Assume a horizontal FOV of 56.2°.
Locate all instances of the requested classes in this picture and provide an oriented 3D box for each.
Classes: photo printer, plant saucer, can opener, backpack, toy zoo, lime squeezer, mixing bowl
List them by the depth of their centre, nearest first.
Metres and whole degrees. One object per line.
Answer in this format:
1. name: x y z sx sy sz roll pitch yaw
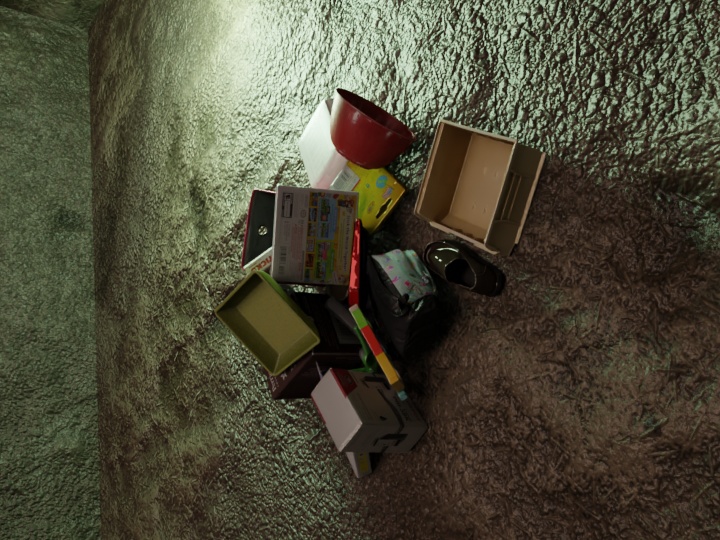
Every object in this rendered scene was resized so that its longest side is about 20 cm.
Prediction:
1. backpack: 0.084 0.053 1.344 0.169 0.125 0.201 104 147 -42
2. toy zoo: 0.041 0.168 1.353 0.020 0.131 0.202 -30 74 0
3. lime squeezer: 0.007 0.184 1.408 0.071 0.038 0.201 44 150 21
4. mixing bowl: 0.010 -0.285 1.423 0.109 0.198 0.201 -58 45 21
5. plant saucer: -0.192 0.106 1.437 0.200 0.048 0.200 47 131 -4
6. can opener: -0.007 0.138 1.469 0.066 0.053 0.200 -43 70 -5
7. photo printer: -0.075 -0.289 1.632 0.167 0.069 0.202 -52 44 38

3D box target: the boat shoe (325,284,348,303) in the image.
1. boat shoe: -0.041 -0.024 1.512 0.065 0.071 0.204 -140 56 -78

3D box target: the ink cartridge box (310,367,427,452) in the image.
1. ink cartridge box: 0.020 0.282 1.350 0.083 0.198 0.147 -53 48 21

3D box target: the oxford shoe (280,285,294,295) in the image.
1. oxford shoe: -0.184 0.143 1.745 0.085 0.071 0.203 123 138 -54

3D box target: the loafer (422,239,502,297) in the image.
1. loafer: 0.182 -0.012 1.282 0.199 0.071 0.074 28 108 49

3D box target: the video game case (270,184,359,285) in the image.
1. video game case: -0.098 -0.074 1.444 0.023 0.179 0.204 -160 74 -77

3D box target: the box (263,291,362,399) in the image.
1. box: -0.113 0.177 1.562 0.200 0.162 0.168 -49 50 36

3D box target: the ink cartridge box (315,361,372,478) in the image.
1. ink cartridge box: -0.035 0.320 1.463 0.202 0.046 0.199 87 160 -51

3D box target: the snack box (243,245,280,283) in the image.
1. snack box: -0.152 -0.036 1.460 0.072 0.199 0.024 55 173 -14

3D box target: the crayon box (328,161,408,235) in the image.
1. crayon box: 0.023 -0.172 1.496 0.127 0.050 0.201 -51 47 14

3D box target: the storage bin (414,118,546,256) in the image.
1. storage bin: 0.213 -0.153 1.242 0.199 0.093 0.202 30 109 49

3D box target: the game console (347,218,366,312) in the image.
1. game console: 0.000 0.000 1.447 0.200 0.030 0.180 73 -158 -78

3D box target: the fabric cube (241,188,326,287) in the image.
1. fabric cube: -0.143 -0.076 1.603 0.199 0.197 0.200 18 100 51
